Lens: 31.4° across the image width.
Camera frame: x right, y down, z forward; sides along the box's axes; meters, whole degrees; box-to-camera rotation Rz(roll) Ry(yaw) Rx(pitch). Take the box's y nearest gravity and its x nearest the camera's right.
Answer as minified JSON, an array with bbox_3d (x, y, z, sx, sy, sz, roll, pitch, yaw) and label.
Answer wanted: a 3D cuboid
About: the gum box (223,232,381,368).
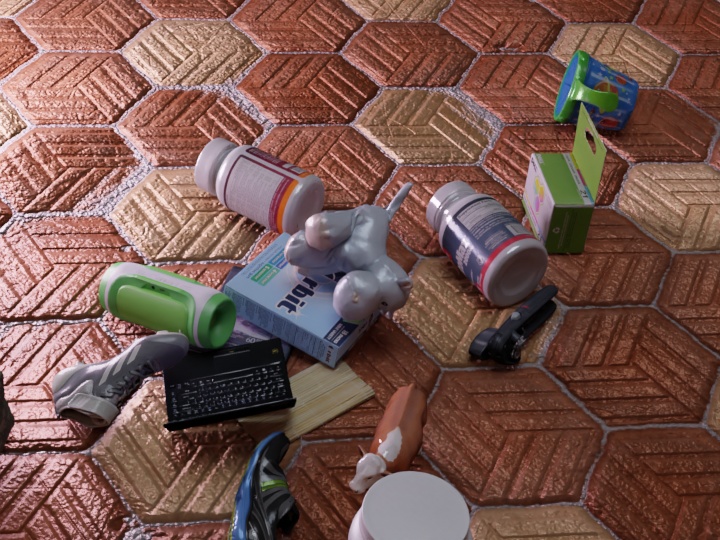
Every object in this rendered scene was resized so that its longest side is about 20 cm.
[{"bbox_3d":[-0.077,0.039,1.900,0.198,0.045,0.170,28,40,16],"label":"gum box"}]

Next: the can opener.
[{"bbox_3d":[0.242,0.076,1.912,0.078,0.064,0.199,29,45,26],"label":"can opener"}]

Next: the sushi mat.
[{"bbox_3d":[-0.080,0.183,1.781,0.198,0.012,0.095,-26,48,-32],"label":"sushi mat"}]

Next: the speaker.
[{"bbox_3d":[-0.279,0.049,1.843,0.198,0.089,0.088,17,40,26],"label":"speaker"}]

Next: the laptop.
[{"bbox_3d":[-0.182,0.147,1.721,0.174,0.104,0.201,-10,44,-6],"label":"laptop"}]

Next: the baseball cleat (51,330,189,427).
[{"bbox_3d":[-0.319,0.154,1.731,0.198,0.070,0.107,-21,50,4],"label":"baseball cleat"}]

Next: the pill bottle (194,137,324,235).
[{"bbox_3d":[-0.165,-0.137,2.078,0.198,0.111,0.109,26,43,22],"label":"pill bottle"}]

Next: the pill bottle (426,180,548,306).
[{"bbox_3d":[0.192,-0.049,2.011,0.118,0.121,0.200,-17,44,-26],"label":"pill bottle"}]

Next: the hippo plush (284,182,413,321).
[{"bbox_3d":[0.000,0.000,1.858,0.198,0.159,0.162,-19,74,-29],"label":"hippo plush"}]

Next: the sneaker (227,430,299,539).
[{"bbox_3d":[-0.116,0.291,1.614,0.082,0.071,0.201,18,40,-8],"label":"sneaker"}]

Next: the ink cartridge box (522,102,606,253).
[{"bbox_3d":[0.330,-0.152,2.087,0.075,0.202,0.149,-2,39,-9],"label":"ink cartridge box"}]

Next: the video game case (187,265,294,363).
[{"bbox_3d":[-0.156,0.074,1.899,0.141,0.019,0.201,13,41,8],"label":"video game case"}]

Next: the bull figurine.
[{"bbox_3d":[0.041,0.236,1.647,0.064,0.123,0.201,17,41,14],"label":"bull figurine"}]

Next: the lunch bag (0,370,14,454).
[{"bbox_3d":[-0.560,0.207,1.613,0.197,0.119,0.165,3,39,6],"label":"lunch bag"}]

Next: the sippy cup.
[{"bbox_3d":[0.441,-0.324,2.374,0.129,0.140,0.179,18,49,-3],"label":"sippy cup"}]

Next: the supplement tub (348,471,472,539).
[{"bbox_3d":[0.053,0.342,1.459,0.142,0.202,0.145,3,39,-3],"label":"supplement tub"}]
